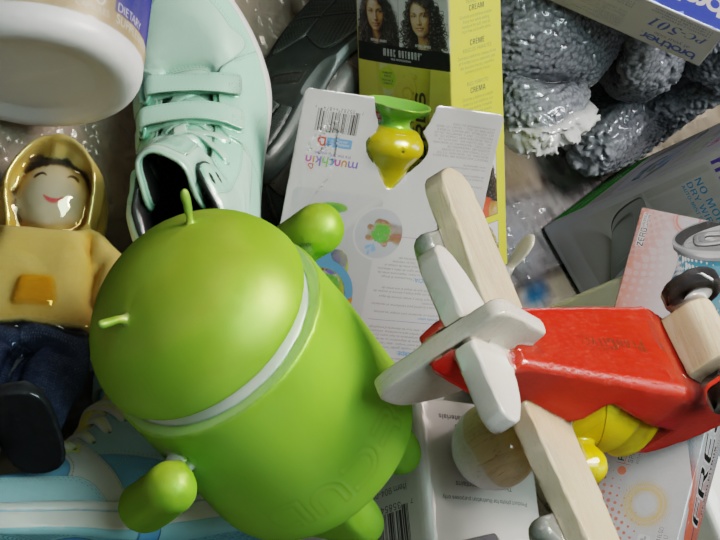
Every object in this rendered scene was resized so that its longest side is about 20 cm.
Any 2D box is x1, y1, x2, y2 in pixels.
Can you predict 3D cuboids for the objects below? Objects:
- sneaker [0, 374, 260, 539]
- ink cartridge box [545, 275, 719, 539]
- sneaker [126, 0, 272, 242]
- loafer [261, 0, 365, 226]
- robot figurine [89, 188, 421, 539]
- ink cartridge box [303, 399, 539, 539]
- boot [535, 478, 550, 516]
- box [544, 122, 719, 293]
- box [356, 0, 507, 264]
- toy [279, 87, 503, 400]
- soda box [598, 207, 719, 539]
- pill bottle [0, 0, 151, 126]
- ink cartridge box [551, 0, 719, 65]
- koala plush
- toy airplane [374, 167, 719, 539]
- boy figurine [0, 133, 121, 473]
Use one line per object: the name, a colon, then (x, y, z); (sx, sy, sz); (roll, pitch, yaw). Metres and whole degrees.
sneaker: (-0.132, 0.083, 1.443); (0.199, 0.079, 0.131); (1, 68, -40)
ink cartridge box: (0.161, 0.109, 1.626); (0.087, 0.145, 0.201); (-16, 83, -43)
sneaker: (-0.087, -0.076, 1.486); (0.118, 0.073, 0.202); (61, 21, -75)
loafer: (-0.019, -0.100, 1.618); (0.200, 0.072, 0.063); (-54, 129, -31)
robot figurine: (-0.051, 0.051, 1.369); (0.200, 0.115, 0.176); (50, 61, -40)
ink cartridge box: (0.022, 0.183, 1.482); (0.084, 0.145, 0.201); (8, 68, -38)
boot: (0.141, 0.171, 1.551); (0.072, 0.199, 0.156); (-21, 86, -47)
box: (0.241, 0.014, 1.707); (0.097, 0.176, 0.201); (-35, 98, -42)
box: (0.040, -0.073, 1.588); (0.050, 0.075, 0.201); (-19, 114, -45)
toy: (0.000, 0.000, 1.549); (0.114, 0.047, 0.201); (6, 108, -20)
soda box: (0.157, 0.074, 1.500); (0.064, 0.068, 0.201); (56, 48, -68)
pill bottle: (-0.161, -0.187, 1.489); (0.115, 0.115, 0.201); (20, 61, -33)
ink cartridge box: (0.119, -0.199, 1.588); (0.199, 0.044, 0.094); (24, 64, -6)
koala plush: (0.125, -0.152, 1.664); (0.199, 0.183, 0.178); (-14, 82, -44)
toy airplane: (0.083, 0.061, 1.388); (0.199, 0.141, 0.200); (38, 39, -6)
boy figurine: (-0.158, 0.013, 1.424); (0.201, 0.123, 0.065); (-78, 167, -45)
